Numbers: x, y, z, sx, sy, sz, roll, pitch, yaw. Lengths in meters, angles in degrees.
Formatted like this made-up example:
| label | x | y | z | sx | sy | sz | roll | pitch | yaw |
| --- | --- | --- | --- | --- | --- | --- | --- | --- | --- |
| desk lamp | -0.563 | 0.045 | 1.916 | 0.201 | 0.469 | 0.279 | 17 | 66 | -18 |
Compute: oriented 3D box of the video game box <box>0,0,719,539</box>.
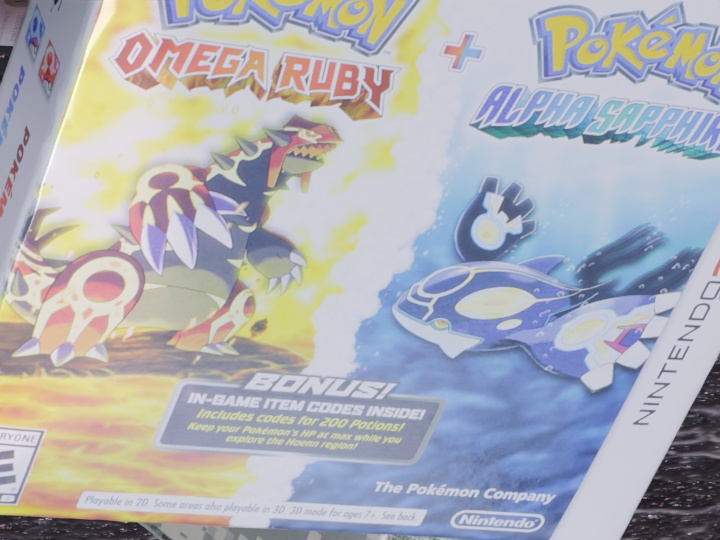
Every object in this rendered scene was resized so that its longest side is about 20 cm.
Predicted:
| label | x | y | z | sx | sy | sz | roll | pitch | yaw |
| --- | --- | --- | --- | --- | --- | --- | --- | --- | --- |
| video game box | 0.007 | -0.015 | 0.649 | 0.200 | 0.047 | 0.182 | 5 | 125 | -26 |

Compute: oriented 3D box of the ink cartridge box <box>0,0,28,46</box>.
| label | x | y | z | sx | sy | sz | roll | pitch | yaw |
| --- | --- | --- | --- | --- | --- | --- | --- | --- | --- |
| ink cartridge box | -0.178 | -0.103 | 0.773 | 0.200 | 0.039 | 0.099 | 3 | 159 | -15 |

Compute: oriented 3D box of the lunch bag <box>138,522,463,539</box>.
| label | x | y | z | sx | sy | sz | roll | pitch | yaw |
| --- | --- | --- | --- | --- | --- | --- | --- | --- | --- |
| lunch bag | 0.000 | 0.000 | 0.821 | 0.139 | 0.200 | 0.168 | -30 | 143 | -43 |
